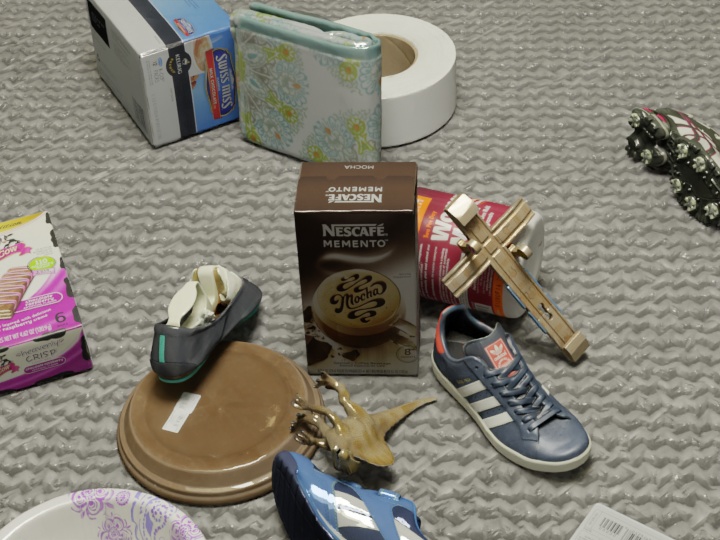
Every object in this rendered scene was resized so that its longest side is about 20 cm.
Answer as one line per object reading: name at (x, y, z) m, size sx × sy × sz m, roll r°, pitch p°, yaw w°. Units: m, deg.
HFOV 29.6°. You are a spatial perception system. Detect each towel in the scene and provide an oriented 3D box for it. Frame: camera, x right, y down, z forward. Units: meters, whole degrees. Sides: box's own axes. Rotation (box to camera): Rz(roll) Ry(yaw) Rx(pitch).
towel at (-0.061, -0.208, 1.567) m, size 0.198 × 0.173 × 0.048 m, roll 21°, pitch 43°, yaw 27°

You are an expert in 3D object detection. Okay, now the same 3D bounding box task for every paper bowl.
paper bowl at (-0.204, 0.277, 1.055) m, size 0.198 × 0.105 × 0.202 m, roll -2°, pitch 40°, yaw 1°

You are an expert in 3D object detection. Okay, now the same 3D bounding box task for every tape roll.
tape roll at (0.019, -0.234, 1.671) m, size 0.200 × 0.071 × 0.204 m, roll -2°, pitch 40°, yaw 1°

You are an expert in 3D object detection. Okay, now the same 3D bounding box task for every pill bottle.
pill bottle at (0.079, -0.025, 1.388) m, size 0.198 × 0.110 × 0.110 m, roll 13°, pitch 42°, yaw 18°

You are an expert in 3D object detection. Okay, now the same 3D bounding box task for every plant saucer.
plant saucer at (-0.132, 0.134, 1.279) m, size 0.197 × 0.030 × 0.201 m, roll -2°, pitch 41°, yaw 2°

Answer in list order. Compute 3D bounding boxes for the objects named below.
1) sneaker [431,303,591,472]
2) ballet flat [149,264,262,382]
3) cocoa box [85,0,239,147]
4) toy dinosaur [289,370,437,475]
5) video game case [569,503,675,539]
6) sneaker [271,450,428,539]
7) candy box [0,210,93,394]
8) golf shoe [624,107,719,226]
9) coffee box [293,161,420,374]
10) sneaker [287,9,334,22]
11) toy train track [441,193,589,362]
sneaker at (0.133, 0.103, 1.252) m, size 0.075 × 0.085 × 0.200 m, roll -28°, pitch 46°, yaw -27°
ballet flat at (-0.149, 0.035, 1.328) m, size 0.072 × 0.074 × 0.200 m, roll 10°, pitch 26°, yaw 15°
cocoa box at (-0.240, -0.272, 1.684) m, size 0.130 × 0.135 × 0.200 m, roll -21°, pitch 43°, yaw -20°
toy dinosaur at (-0.008, 0.141, 1.225) m, size 0.101 × 0.059 × 0.200 m, roll 32°, pitch 21°, yaw 14°
video game case at (0.231, 0.289, 1.073) m, size 0.198 × 0.023 × 0.182 m, roll 24°, pitch 47°, yaw 27°
sneaker at (0.000, 0.217, 1.141) m, size 0.082 × 0.075 × 0.200 m, roll -25°, pitch 49°, yaw -32°
candy box at (-0.361, 0.033, 1.390) m, size 0.135 × 0.062 × 0.201 m, roll -16°, pitch 41°, yaw -14°
golf shoe at (0.377, -0.126, 1.515) m, size 0.087 × 0.078 × 0.201 m, roll -11°, pitch 40°, yaw -19°
coffee box at (0.000, 0.000, 1.293) m, size 0.111 × 0.202 × 0.080 m, roll 0°, pitch 39°, yaw 5°
sneaker at (-0.091, -0.280, 1.735) m, size 0.074 × 0.088 × 0.199 m, roll 26°, pitch 30°, yaw 34°
toy train track at (0.153, 0.009, 1.291) m, size 0.115 × 0.200 × 0.032 m, roll -45°, pitch 17°, yaw -13°
